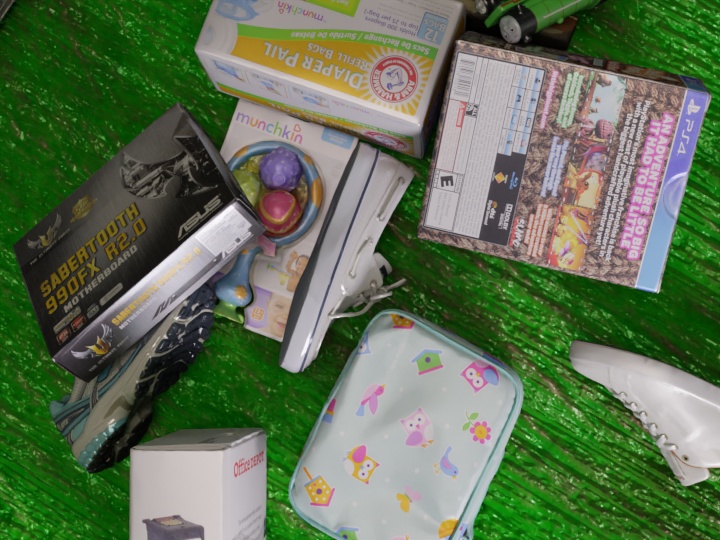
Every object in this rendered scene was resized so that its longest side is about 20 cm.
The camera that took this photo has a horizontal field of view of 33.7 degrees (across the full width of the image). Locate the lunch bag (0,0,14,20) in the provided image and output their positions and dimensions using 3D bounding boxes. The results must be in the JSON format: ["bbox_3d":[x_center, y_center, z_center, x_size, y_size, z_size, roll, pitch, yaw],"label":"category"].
[{"bbox_3d":[-0.366,-0.311,1.043,0.163,0.118,0.201,34,87,7],"label":"lunch bag"}]

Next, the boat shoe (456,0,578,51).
[{"bbox_3d":[0.090,-0.244,1.004,0.198,0.076,0.075,21,88,6],"label":"boat shoe"}]

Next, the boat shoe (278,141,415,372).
[{"bbox_3d":[-0.001,0.000,1.014,0.085,0.075,0.204,22,80,-9],"label":"boat shoe"}]

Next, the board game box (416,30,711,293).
[{"bbox_3d":[0.160,-0.091,0.957,0.198,0.097,0.161,14,108,7],"label":"board game box"}]

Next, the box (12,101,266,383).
[{"bbox_3d":[-0.191,-0.027,1.002,0.199,0.048,0.159,-39,46,5],"label":"box"}]

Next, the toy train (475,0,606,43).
[{"bbox_3d":[0.175,-0.238,0.969,0.199,0.042,0.057,-31,86,-26],"label":"toy train"}]

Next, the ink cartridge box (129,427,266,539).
[{"bbox_3d":[-0.130,0.236,0.980,0.083,0.145,0.203,0,88,7],"label":"ink cartridge box"}]

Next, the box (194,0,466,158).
[{"bbox_3d":[-0.022,-0.185,0.995,0.198,0.101,0.114,19,82,7],"label":"box"}]

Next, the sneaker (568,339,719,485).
[{"bbox_3d":[0.254,0.124,0.972,0.198,0.073,0.085,25,89,6],"label":"sneaker"}]

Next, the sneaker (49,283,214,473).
[{"bbox_3d":[-0.204,0.076,1.018,0.086,0.077,0.201,41,105,16],"label":"sneaker"}]

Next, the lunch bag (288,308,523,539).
[{"bbox_3d":[0.042,0.147,0.996,0.159,0.077,0.202,27,92,6],"label":"lunch bag"}]

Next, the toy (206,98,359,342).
[{"bbox_3d":[-0.086,-0.051,1.032,0.114,0.047,0.202,20,91,5],"label":"toy"}]
